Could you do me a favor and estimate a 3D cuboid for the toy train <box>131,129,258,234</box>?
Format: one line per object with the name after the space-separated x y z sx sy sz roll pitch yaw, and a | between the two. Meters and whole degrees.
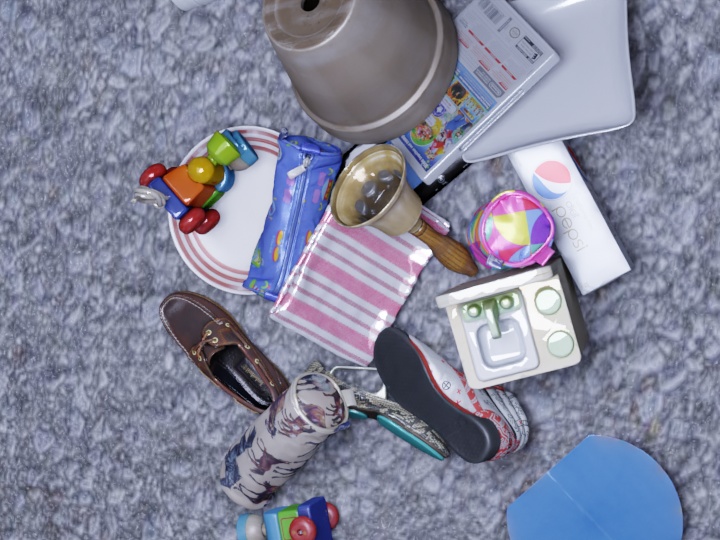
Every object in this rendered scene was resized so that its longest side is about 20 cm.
-0.183 -0.109 1.659 0.116 0.200 0.085 -43 85 6 | toy train

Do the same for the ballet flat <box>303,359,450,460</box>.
0.022 0.154 1.735 0.199 0.068 0.076 20 76 12 | ballet flat

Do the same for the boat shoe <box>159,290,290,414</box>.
-0.164 0.097 1.765 0.200 0.070 0.071 38 102 9 | boat shoe

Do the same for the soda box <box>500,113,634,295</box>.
0.233 -0.076 1.665 0.063 0.068 0.201 -29 87 14 | soda box

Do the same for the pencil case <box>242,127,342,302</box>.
-0.078 -0.059 1.703 0.077 0.087 0.201 14 98 0 | pencil case

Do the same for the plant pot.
-0.017 -0.261 1.622 0.199 0.173 0.201 -9 70 26 | plant pot

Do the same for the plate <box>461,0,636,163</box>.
0.206 -0.218 1.632 0.198 0.032 0.201 -12 61 24 | plate

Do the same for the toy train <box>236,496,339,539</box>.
-0.078 0.377 1.763 0.115 0.085 0.202 -10 92 23 | toy train

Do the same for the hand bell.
0.067 -0.045 1.658 0.104 0.200 0.105 -25 46 29 | hand bell

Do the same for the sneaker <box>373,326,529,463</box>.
0.107 0.141 1.700 0.201 0.108 0.067 45 117 28 | sneaker

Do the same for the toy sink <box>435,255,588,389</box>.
0.171 0.058 1.621 0.130 0.200 0.113 -16 90 12 | toy sink

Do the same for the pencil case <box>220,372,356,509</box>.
-0.088 0.200 1.713 0.200 0.089 0.078 -48 42 39 | pencil case

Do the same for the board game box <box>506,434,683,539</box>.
0.271 0.283 1.699 0.158 0.039 0.200 46 107 1 | board game box

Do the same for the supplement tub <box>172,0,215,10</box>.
-0.138 -0.394 1.694 0.199 0.132 0.133 -22 89 13 | supplement tub

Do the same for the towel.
0.000 0.000 1.692 0.146 0.030 0.201 28 94 -28 | towel

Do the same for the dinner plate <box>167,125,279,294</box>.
-0.134 -0.072 1.769 0.199 0.024 0.202 1 95 12 | dinner plate

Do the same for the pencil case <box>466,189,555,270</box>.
0.162 -0.040 1.616 0.088 0.200 0.089 0 92 0 | pencil case

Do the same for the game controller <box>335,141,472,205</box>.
0.067 -0.139 1.711 0.200 0.042 0.105 -40 85 13 | game controller

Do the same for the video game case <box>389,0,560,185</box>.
0.111 -0.208 1.650 0.200 0.018 0.143 -43 51 9 | video game case
